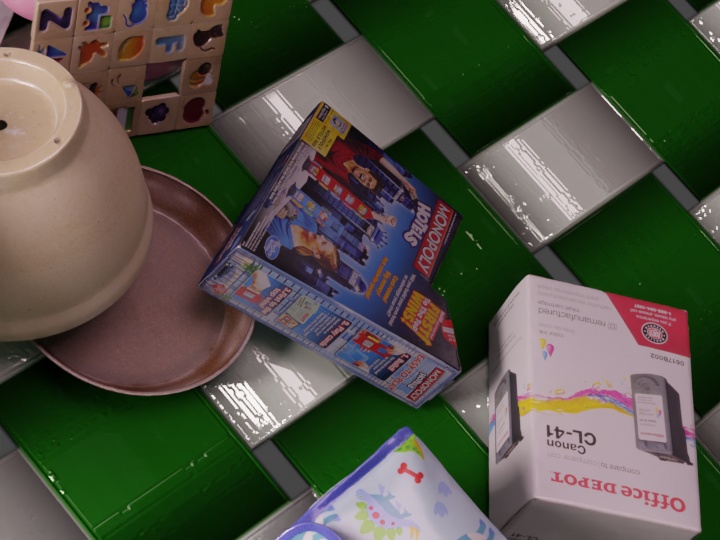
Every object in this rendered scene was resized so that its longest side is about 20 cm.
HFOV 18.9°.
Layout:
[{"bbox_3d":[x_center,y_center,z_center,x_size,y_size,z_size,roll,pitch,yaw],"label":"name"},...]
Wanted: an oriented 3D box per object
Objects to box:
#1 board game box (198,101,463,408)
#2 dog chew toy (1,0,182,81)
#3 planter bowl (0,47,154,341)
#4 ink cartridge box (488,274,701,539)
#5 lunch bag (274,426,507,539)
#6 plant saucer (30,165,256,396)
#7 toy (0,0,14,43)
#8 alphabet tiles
[{"bbox_3d":[0.000,0.000,1.665,0.199,0.062,0.201,40,41,-10],"label":"board game box"},{"bbox_3d":[-0.203,-0.222,1.674,0.200,0.124,0.125,46,38,-43],"label":"dog chew toy"},{"bbox_3d":[-0.248,-0.071,1.527,0.198,0.135,0.202,1,52,-1],"label":"planter bowl"},{"bbox_3d":[0.179,0.118,1.665,0.146,0.086,0.201,13,53,-16],"label":"ink cartridge box"},{"bbox_3d":[0.010,0.238,1.493,0.200,0.128,0.170,-38,81,-24],"label":"lunch bag"},{"bbox_3d":[-0.174,0.011,1.610,0.198,0.032,0.202,12,54,-17],"label":"plant saucer"},{"bbox_3d":[-0.325,-0.220,1.684,0.114,0.047,0.201,24,46,-10],"label":"toy"},{"bbox_3d":[-0.173,-0.184,1.639,0.166,0.201,0.008,-10,42,-29],"label":"alphabet tiles"}]
